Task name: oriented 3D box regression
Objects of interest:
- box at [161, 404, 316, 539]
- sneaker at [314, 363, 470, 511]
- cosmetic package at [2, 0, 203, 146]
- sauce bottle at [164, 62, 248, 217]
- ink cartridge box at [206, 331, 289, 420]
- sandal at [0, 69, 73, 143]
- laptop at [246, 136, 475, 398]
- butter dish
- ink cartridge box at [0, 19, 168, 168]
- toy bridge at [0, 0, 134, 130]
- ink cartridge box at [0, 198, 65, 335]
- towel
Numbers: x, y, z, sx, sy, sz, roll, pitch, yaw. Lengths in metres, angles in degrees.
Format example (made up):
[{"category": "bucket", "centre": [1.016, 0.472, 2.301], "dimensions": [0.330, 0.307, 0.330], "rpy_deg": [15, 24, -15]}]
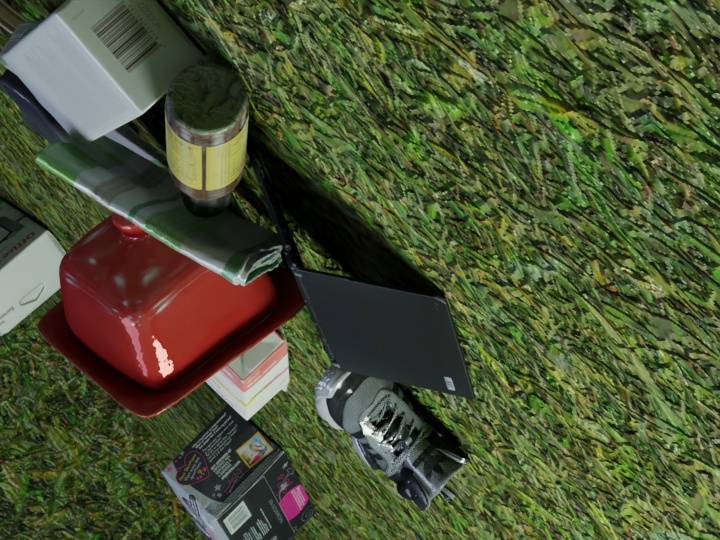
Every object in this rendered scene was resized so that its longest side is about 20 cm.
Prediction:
[{"category": "box", "centre": [-0.161, 0.293, 2.752], "dimensions": [0.115, 0.132, 0.200], "rpy_deg": [37, 164, 29]}, {"category": "sneaker", "centre": [0.035, 0.143, 1.839], "dimensions": [0.114, 0.075, 0.200], "rpy_deg": [38, 170, 29]}, {"category": "cosmetic package", "centre": [-0.205, -0.167, 1.634], "dimensions": [0.101, 0.071, 0.200], "rpy_deg": [50, 161, -11]}, {"category": "sauce bottle", "centre": [-0.120, -0.094, 1.614], "dimensions": [0.065, 0.065, 0.200], "rpy_deg": [44, 162, 9]}, {"category": "ink cartridge box", "centre": [-0.138, 0.086, 2.214], "dimensions": [0.116, 0.067, 0.200], "rpy_deg": [44, 167, 13]}, {"category": "sandal", "centre": [-0.299, -0.156, 2.052], "dimensions": [0.076, 0.043, 0.200], "rpy_deg": [36, 171, 9]}, {"category": "laptop", "centre": [0.000, 0.000, 1.657], "dimensions": [0.177, 0.103, 0.200], "rpy_deg": [71, 178, -59]}, {"category": "butter dish", "centre": [-0.180, -0.002, 1.843], "dimensions": [0.199, 0.200, 0.148], "rpy_deg": [34, 151, 41]}, {"category": "ink cartridge box", "centre": [-0.216, -0.144, 1.834], "dimensions": [0.200, 0.048, 0.146], "rpy_deg": [35, 172, -20]}, {"category": "toy bridge", "centre": [-0.281, -0.186, 1.947], "dimensions": [0.200, 0.027, 0.067], "rpy_deg": [45, 166, 6]}, {"category": "ink cartridge box", "centre": [-0.507, -0.011, 2.917], "dimensions": [0.200, 0.146, 0.084], "rpy_deg": [27, 156, 53]}, {"category": "towel", "centre": [-0.161, -0.056, 1.737], "dimensions": [0.200, 0.031, 0.149], "rpy_deg": [31, -169, 5]}]
